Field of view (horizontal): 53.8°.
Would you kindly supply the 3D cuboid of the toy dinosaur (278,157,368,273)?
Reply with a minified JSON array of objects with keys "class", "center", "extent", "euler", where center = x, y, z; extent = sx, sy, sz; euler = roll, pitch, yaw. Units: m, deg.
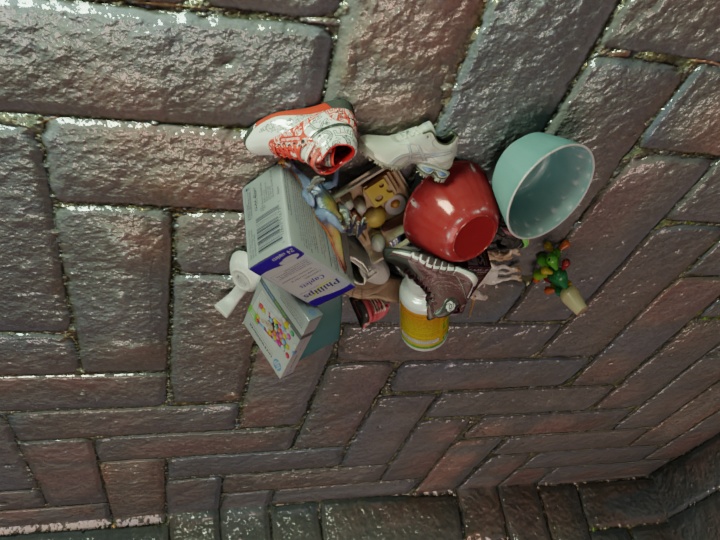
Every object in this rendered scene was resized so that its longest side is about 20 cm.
[{"class":"toy dinosaur","center":[-0.080,-0.119,1.245],"extent":[0.104,0.179,0.204],"euler":[-19,136,-59]}]

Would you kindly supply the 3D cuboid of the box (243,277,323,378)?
[{"class":"box","center":[-0.161,0.097,1.437],"extent":[0.041,0.157,0.202],"euler":[-19,152,-38]}]

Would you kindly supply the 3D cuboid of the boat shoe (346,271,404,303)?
[{"class":"boat shoe","center":[0.024,0.025,1.593],"extent":[0.194,0.065,0.074],"euler":[11,101,-10]}]

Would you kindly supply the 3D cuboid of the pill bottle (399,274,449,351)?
[{"class":"pill bottle","center":[0.137,0.070,1.508],"extent":[0.108,0.113,0.203],"euler":[-8,138,-3]}]

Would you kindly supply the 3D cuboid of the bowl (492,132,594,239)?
[{"class":"bowl","center":[0.320,-0.170,1.306],"extent":[0.197,0.106,0.204],"euler":[-21,138,-20]}]

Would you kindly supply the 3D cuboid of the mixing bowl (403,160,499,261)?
[{"class":"mixing bowl","center":[0.190,-0.094,1.353],"extent":[0.196,0.109,0.204],"euler":[-17,132,-19]}]

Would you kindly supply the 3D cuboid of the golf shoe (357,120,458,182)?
[{"class":"golf shoe","center":[0.084,-0.225,1.241],"extent":[0.195,0.079,0.099],"euler":[5,127,-31]}]

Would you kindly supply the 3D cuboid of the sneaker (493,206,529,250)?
[{"class":"sneaker","center":[0.303,-0.095,1.477],"extent":[0.082,0.078,0.201],"euler":[-20,145,8]}]

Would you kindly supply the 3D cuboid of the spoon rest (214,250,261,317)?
[{"class":"spoon rest","center":[-0.254,0.027,1.518],"extent":[0.099,0.061,0.200],"euler":[43,137,-1]}]

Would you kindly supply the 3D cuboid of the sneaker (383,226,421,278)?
[{"class":"sneaker","center":[0.103,-0.043,1.505],"extent":[0.084,0.079,0.199],"euler":[-30,143,22]}]

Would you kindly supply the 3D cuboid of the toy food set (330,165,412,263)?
[{"class":"toy food set","center":[0.039,-0.109,1.355],"extent":[0.141,0.061,0.201],"euler":[-30,137,8]}]

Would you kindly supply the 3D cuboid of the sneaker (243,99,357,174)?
[{"class":"sneaker","center":[-0.099,-0.205,1.164],"extent":[0.196,0.110,0.068],"euler":[-15,148,8]}]

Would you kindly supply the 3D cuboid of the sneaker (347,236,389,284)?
[{"class":"sneaker","center":[0.000,0.000,1.462],"extent":[0.073,0.117,0.199],"euler":[-35,132,20]}]

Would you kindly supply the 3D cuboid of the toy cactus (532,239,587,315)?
[{"class":"toy cactus","center":[0.470,0.025,1.641],"extent":[0.101,0.167,0.201],"euler":[-29,153,-6]}]

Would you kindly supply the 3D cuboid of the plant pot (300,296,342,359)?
[{"class":"plant pot","center":[-0.123,0.061,1.513],"extent":[0.139,0.141,0.203],"euler":[-24,145,-33]}]

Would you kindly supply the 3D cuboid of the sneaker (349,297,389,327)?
[{"class":"sneaker","center":[0.026,0.082,1.655],"extent":[0.085,0.075,0.200],"euler":[-25,174,-1]}]

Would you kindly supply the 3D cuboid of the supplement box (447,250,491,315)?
[{"class":"supplement box","center":[0.215,0.003,1.573],"extent":[0.059,0.111,0.201],"euler":[1,147,-17]}]

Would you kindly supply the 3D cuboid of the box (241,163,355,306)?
[{"class":"box","center":[-0.114,-0.061,1.311],"extent":[0.103,0.188,0.199],"euler":[-27,144,24]}]

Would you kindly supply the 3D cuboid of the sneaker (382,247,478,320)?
[{"class":"sneaker","center":[0.124,0.032,1.370],"extent":[0.195,0.119,0.076],"euler":[18,180,-5]}]

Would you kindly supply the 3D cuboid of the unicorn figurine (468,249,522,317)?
[{"class":"unicorn figurine","center":[0.309,0.009,1.656],"extent":[0.133,0.075,0.203],"euler":[-6,134,11]}]
